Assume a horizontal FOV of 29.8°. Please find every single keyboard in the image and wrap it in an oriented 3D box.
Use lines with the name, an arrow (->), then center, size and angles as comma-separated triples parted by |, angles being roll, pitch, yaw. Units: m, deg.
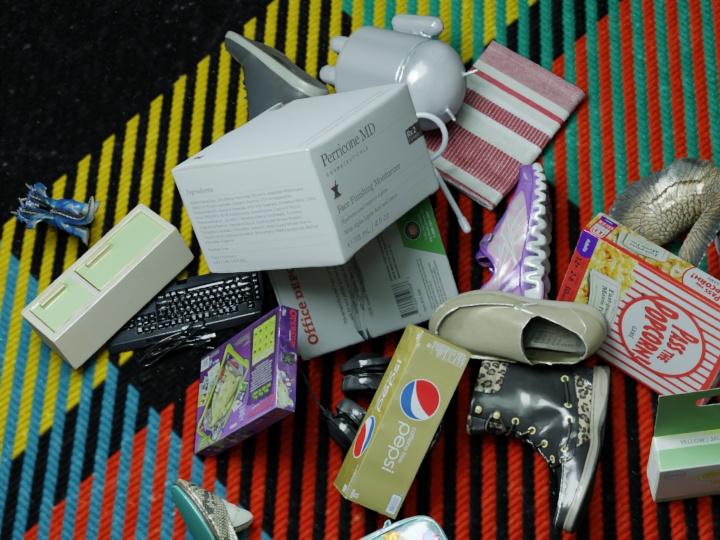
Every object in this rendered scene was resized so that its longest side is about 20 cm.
keyboard -> -0.214, 0.051, 1.641 | 0.200, 0.040, 0.104 | -14, 63, 3

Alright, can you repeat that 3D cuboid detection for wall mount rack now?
wall mount rack -> 0.035, -0.091, 1.631 | 0.200, 0.075, 0.174 | -35, 103, 19

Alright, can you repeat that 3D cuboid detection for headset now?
headset -> -0.001, 0.147, 1.530 | 0.200, 0.094, 0.124 | 18, 76, 1

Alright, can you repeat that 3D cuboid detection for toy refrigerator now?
toy refrigerator -> -0.306, 0.016, 1.639 | 0.200, 0.070, 0.076 | -45, 53, -16

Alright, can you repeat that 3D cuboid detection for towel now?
towel -> 0.169, -0.183, 1.704 | 0.144, 0.023, 0.200 | 34, 75, 20

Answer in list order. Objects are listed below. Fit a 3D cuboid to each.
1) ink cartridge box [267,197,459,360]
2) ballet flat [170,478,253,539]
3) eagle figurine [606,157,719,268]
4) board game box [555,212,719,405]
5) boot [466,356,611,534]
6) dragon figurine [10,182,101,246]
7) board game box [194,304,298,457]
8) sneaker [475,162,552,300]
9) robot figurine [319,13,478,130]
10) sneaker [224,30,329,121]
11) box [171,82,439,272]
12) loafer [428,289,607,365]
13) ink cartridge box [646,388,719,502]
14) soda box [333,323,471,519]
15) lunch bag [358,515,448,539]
ink cartridge box -> 0.000, 0.000, 1.569 | 0.200, 0.083, 0.147 | -17, 107, 1
ballet flat -> -0.139, 0.313, 1.502 | 0.075, 0.068, 0.200 | -19, 68, -25
eagle figurine -> 0.396, -0.060, 1.559 | 0.200, 0.152, 0.151 | -24, 84, -9
board game box -> 0.320, 0.048, 1.503 | 0.200, 0.152, 0.046 | 32, 45, 21
boot -> 0.192, 0.185, 1.501 | 0.150, 0.073, 0.200 | 10, 63, 11
dragon figurine -> -0.377, -0.072, 1.667 | 0.099, 0.200, 0.059 | 17, 88, -15
board game box -> -0.130, 0.127, 1.521 | 0.032, 0.200, 0.120 | 19, 60, -26
sneaker -> 0.182, -0.037, 1.607 | 0.088, 0.081, 0.200 | 0, 66, 16
robot figurine -> 0.048, -0.239, 1.683 | 0.200, 0.113, 0.170 | 19, 92, 32
sneaker -> -0.132, -0.230, 1.742 | 0.200, 0.075, 0.106 | 42, 110, 41
box -> -0.057, -0.100, 1.475 | 0.200, 0.131, 0.199 | -4, 24, 39
loafer -> 0.173, 0.066, 1.508 | 0.200, 0.068, 0.076 | -1, 108, 12
ink cartridge box -> 0.378, 0.180, 1.406 | 0.145, 0.200, 0.048 | -8, 62, 4
soda box -> 0.045, 0.162, 1.477 | 0.064, 0.068, 0.200 | 26, 89, -14
lunch bag -> 0.026, 0.359, 1.443 | 0.200, 0.077, 0.161 | -26, 63, -4
